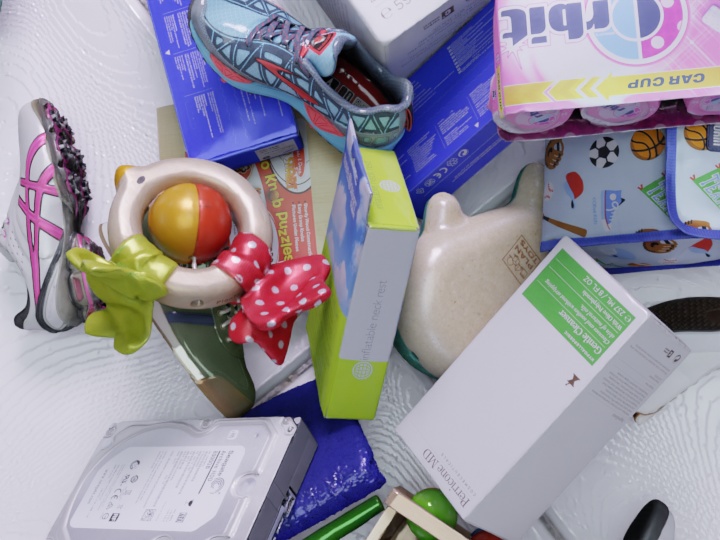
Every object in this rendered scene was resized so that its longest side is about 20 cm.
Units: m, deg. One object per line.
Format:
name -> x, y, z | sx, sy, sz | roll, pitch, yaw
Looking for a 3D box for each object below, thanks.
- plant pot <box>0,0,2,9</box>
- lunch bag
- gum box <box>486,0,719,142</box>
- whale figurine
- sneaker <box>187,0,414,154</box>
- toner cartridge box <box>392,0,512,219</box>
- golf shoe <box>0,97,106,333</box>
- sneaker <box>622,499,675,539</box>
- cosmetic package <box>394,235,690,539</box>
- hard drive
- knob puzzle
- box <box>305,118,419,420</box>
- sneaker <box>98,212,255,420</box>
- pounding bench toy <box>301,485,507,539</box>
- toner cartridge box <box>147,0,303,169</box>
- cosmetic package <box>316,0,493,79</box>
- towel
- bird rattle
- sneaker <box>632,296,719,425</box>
plant pot -> -0.385, -0.321, 1.103 | 0.198, 0.201, 0.163 | 7, 70, 5
lunch bag -> 0.245, -0.092, 1.009 | 0.198, 0.123, 0.172 | -3, 77, 33
gum box -> 0.187, -0.163, 0.931 | 0.197, 0.066, 0.115 | -4, 77, 7
whale figurine -> 0.097, 0.001, 1.077 | 0.159, 0.103, 0.200 | 49, 65, -17
sneaker -> -0.040, -0.172, 1.020 | 0.199, 0.095, 0.080 | 30, 65, -10
toner cartridge box -> 0.092, -0.141, 1.054 | 0.200, 0.043, 0.096 | -40, 51, 27
golf shoe -> -0.274, -0.047, 1.113 | 0.091, 0.073, 0.202 | -13, 82, 4
sneaker -> 0.242, 0.293, 1.034 | 0.107, 0.067, 0.203 | 20, 88, 5
cosmetic package -> 0.135, 0.091, 0.978 | 0.200, 0.085, 0.108 | -49, 48, 7
hard drive -> -0.143, 0.178, 1.014 | 0.198, 0.038, 0.140 | -4, 43, 32
knob puzzle -> -0.070, -0.064, 1.121 | 0.217, 0.030, 0.223 | -1, 82, 4
box -> 0.000, 0.000, 1.014 | 0.047, 0.122, 0.202 | 5, 122, -13
sneaker -> -0.127, 0.017, 1.064 | 0.090, 0.067, 0.201 | -36, 78, 4
pounding bench toy -> 0.017, 0.236, 1.027 | 0.199, 0.124, 0.157 | 32, 86, 8
toner cartridge box -> -0.120, -0.188, 1.098 | 0.094, 0.043, 0.202 | -16, 79, -1
cosmetic package -> 0.031, -0.282, 1.075 | 0.167, 0.166, 0.201 | -36, 80, -1
towel -> -0.082, 0.174, 1.049 | 0.199, 0.148, 0.050 | -29, 125, 2
bird rattle -> -0.122, -0.018, 0.998 | 0.197, 0.113, 0.165 | -4, 62, -7
sneaker -> 0.252, 0.076, 1.072 | 0.198, 0.073, 0.086 | -10, 112, -3
